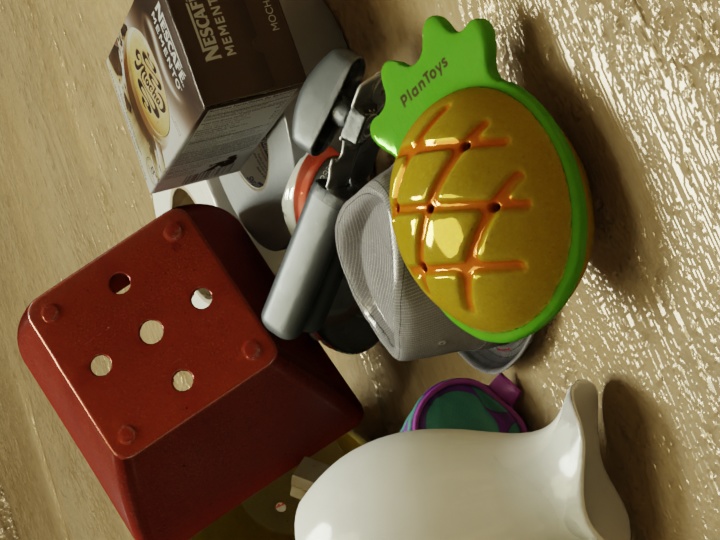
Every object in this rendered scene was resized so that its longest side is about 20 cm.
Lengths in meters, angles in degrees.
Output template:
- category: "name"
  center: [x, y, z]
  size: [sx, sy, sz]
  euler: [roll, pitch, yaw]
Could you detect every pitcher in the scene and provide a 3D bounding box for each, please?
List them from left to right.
- category: "pitcher"
  center: [0.074, 0.174, 1.281]
  size: [0.172, 0.199, 0.121]
  euler: [68, -160, -9]

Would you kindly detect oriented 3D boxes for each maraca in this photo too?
- category: "maraca"
  center: [0.067, -0.054, 1.215]
  size: [0.137, 0.107, 0.201]
  euler: [-41, 62, 35]

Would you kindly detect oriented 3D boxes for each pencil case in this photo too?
- category: "pencil case"
  center: [0.054, 0.149, 1.443]
  size: [0.085, 0.092, 0.200]
  euler: [44, 152, 11]

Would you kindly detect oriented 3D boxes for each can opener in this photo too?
- category: "can opener"
  center: [-0.027, -0.053, 1.400]
  size: [0.067, 0.053, 0.201]
  euler: [34, 116, 24]

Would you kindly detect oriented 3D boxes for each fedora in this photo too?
- category: "fedora"
  center: [0.042, -0.015, 1.339]
  size: [0.177, 0.090, 0.200]
  euler: [61, 157, 29]

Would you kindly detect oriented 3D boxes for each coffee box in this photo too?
- category: "coffee box"
  center: [-0.114, -0.143, 1.478]
  size: [0.200, 0.079, 0.114]
  euler: [136, 116, -68]

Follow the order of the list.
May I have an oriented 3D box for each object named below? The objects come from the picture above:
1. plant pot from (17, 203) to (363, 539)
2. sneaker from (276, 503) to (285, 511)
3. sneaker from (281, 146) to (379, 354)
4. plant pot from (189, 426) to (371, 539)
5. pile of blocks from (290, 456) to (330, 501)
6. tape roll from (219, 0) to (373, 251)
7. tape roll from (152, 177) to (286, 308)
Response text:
- category: "plant pot"
  center: [-0.137, 0.063, 1.509]
  size: [0.200, 0.199, 0.176]
  euler: [55, 175, 16]
- category: "sneaker"
  center: [-0.089, 0.161, 1.863]
  size: [0.108, 0.067, 0.203]
  euler: [175, 82, -72]
- category: "sneaker"
  center: [0.000, 0.000, 1.492]
  size: [0.082, 0.077, 0.200]
  euler: [21, 149, 27]
- category: "plant pot"
  center: [-0.059, 0.187, 1.673]
  size: [0.142, 0.199, 0.201]
  euler: [-72, -30, -77]
- category: "pile of blocks"
  center: [0.001, 0.235, 1.556]
  size: [0.082, 0.062, 0.200]
  euler: [-29, 106, 39]
- category: "tape roll"
  center: [-0.061, -0.119, 1.569]
  size: [0.200, 0.066, 0.201]
  euler: [51, 150, 45]
- category: "tape roll"
  center: [-0.112, -0.031, 1.765]
  size: [0.203, 0.070, 0.203]
  euler: [51, 151, 44]
